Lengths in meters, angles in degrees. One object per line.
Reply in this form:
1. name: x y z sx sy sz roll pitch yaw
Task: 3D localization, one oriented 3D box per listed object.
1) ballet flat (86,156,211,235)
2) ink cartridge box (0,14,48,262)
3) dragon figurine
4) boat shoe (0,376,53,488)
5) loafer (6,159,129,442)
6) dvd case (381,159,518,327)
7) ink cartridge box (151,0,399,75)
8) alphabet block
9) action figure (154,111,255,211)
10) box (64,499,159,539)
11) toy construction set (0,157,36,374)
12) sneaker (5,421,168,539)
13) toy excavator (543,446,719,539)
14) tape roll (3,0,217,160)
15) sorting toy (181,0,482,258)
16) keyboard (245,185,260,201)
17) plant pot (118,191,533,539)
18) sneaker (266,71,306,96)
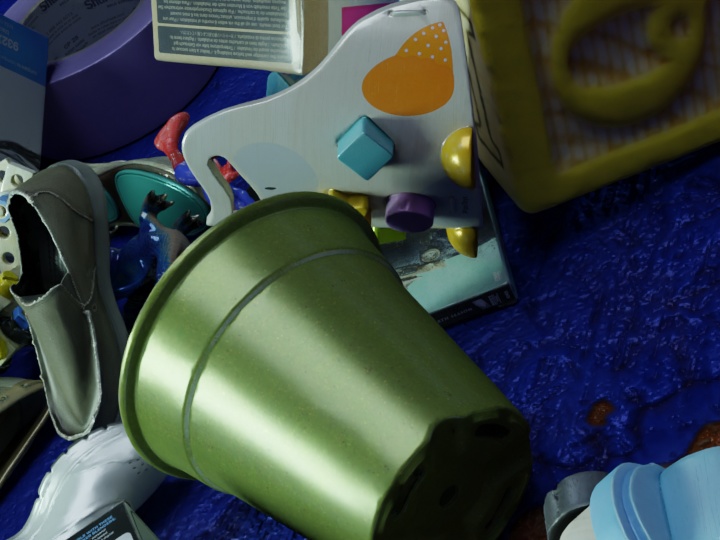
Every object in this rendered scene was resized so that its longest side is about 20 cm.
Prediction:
1. ballet flat: -0.172 -0.067 1.455 0.200 0.068 0.062 3 37 39
2. ink cartridge box: -0.339 -0.098 1.517 0.145 0.084 0.200 -7 73 29
3. dragon figurine: -0.164 0.010 1.334 0.200 0.059 0.100 -24 46 36
4. boat shoe: -0.280 0.149 1.273 0.063 0.073 0.201 -6 35 37
5. loafer: -0.209 0.026 1.278 0.075 0.200 0.070 -7 3 41
6. dvd case: 0.000 0.000 1.276 0.200 0.022 0.146 -22 44 12
7. ink cartridge box: -0.034 -0.199 1.426 0.165 0.075 0.200 12 17 42
8. alphabet block: 0.139 -0.190 1.246 0.195 0.197 0.200 -22 36 -6
9. action figure: -0.084 -0.043 1.298 0.052 0.065 0.200 -42 44 9
10. box: -0.099 0.231 1.011 0.060 0.117 0.200 -34 37 -1
11. toy construction set: -0.280 0.004 1.347 0.092 0.131 0.200 -45 3 35
12. sneaker: -0.180 0.181 1.179 0.087 0.075 0.200 32 75 38
13. toy excavator: 0.216 0.134 0.901 0.200 0.194 0.100 -45 27 30
14. tape roll: -0.225 -0.194 1.627 0.200 0.085 0.200 -18 38 15
15. sorting toy: -0.017 -0.067 1.180 0.180 0.200 0.107 -7 64 3
16. keyboard: -0.029 -0.065 1.391 0.127 0.021 0.200 6 50 41
17. plant pot: -0.005 0.086 1.080 0.200 0.200 0.190 -41 50 -14
18. sneaker: -0.012 -0.107 1.357 0.081 0.077 0.200 -5 11 -26
